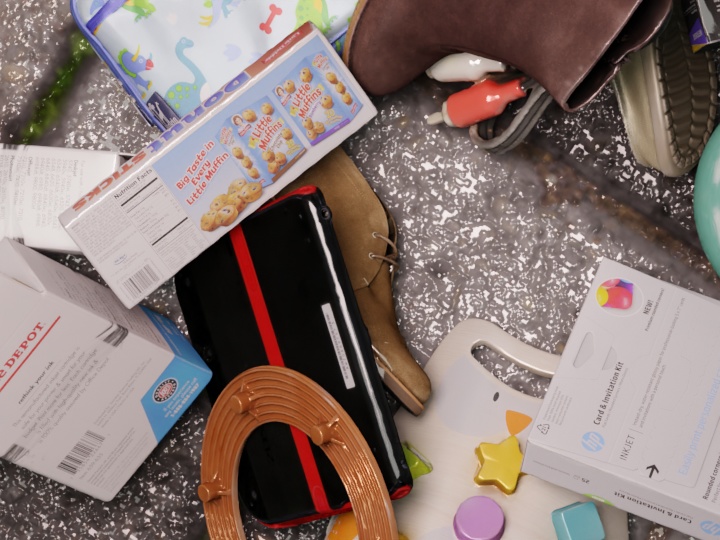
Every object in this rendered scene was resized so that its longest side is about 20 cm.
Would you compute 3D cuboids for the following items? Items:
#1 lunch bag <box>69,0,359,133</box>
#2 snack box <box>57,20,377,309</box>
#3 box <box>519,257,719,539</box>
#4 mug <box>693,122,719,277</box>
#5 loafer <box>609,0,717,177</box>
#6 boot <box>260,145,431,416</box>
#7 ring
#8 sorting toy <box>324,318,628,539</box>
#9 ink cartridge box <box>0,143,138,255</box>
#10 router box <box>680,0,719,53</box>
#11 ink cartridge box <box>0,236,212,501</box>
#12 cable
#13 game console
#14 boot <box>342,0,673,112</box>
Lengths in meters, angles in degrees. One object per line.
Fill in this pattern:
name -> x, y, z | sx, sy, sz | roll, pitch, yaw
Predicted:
lunch bag -> -0.078, -0.181, 1.710 | 0.200, 0.082, 0.161 | -38, 81, 7
snack box -> -0.088, -0.066, 1.637 | 0.200, 0.024, 0.072 | -38, 115, -3
box -> 0.217, 0.091, 1.634 | 0.199, 0.041, 0.156 | 20, 54, 8
mug -> 0.280, -0.059, 1.629 | 0.151, 0.114, 0.186 | -7, 89, 10
loafer -> 0.171, -0.156, 1.672 | 0.068, 0.076, 0.201 | -12, 89, 39
boot -> 0.000, 0.000, 1.692 | 0.075, 0.074, 0.200 | -32, 71, -3
ring -> -0.045, 0.160, 1.669 | 0.200, 0.019, 0.201 | 22, 119, 46
sorting toy -> 0.090, 0.129, 1.685 | 0.199, 0.107, 0.181 | 18, 74, 9
ink cartridge box -> -0.200, -0.045, 1.711 | 0.199, 0.116, 0.068 | 4, 90, 10
router box -> 0.287, -0.235, 1.640 | 0.199, 0.052, 0.158 | -13, 88, -3
ink cartridge box -> -0.205, 0.057, 1.669 | 0.116, 0.200, 0.067 | -49, 45, 10
cable -> 0.111, -0.129, 1.647 | 0.200, 0.050, 0.098 | -11, 83, 50
game console -> -0.044, 0.059, 1.674 | 0.177, 0.031, 0.201 | -22, 85, 52
boot -> 0.084, -0.148, 1.600 | 0.200, 0.072, 0.167 | -47, 45, 16
